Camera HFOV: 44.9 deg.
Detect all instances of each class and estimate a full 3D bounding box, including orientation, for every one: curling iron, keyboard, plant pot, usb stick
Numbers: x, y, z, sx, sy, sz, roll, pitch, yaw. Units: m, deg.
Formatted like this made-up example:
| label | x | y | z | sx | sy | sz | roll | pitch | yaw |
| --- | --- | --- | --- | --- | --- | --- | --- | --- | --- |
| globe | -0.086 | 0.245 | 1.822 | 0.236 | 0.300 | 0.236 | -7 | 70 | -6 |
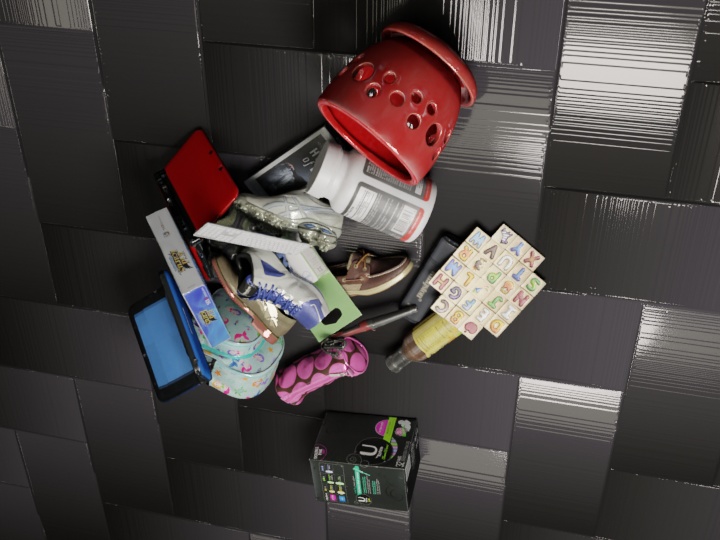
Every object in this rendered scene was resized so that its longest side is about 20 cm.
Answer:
| label | x | y | z | sx | sy | sz | roll | pitch | yaw |
| --- | --- | --- | --- | --- | --- | --- | --- | --- | --- |
| curling iron | 0.018 | 0.111 | 1.630 | 0.198 | 0.050 | 0.026 | -25 | 149 | 10 |
| keyboard | -0.183 | -0.053 | 1.484 | 0.198 | 0.011 | 0.056 | 11 | 161 | -33 |
| plant pot | 0.060 | -0.261 | 1.320 | 0.200 | 0.200 | 0.183 | 37 | 87 | -9 |
| usb stick | 0.130 | 0.016 | 1.592 | 0.055 | 0.033 | 0.201 | 27 | 125 | -3 |

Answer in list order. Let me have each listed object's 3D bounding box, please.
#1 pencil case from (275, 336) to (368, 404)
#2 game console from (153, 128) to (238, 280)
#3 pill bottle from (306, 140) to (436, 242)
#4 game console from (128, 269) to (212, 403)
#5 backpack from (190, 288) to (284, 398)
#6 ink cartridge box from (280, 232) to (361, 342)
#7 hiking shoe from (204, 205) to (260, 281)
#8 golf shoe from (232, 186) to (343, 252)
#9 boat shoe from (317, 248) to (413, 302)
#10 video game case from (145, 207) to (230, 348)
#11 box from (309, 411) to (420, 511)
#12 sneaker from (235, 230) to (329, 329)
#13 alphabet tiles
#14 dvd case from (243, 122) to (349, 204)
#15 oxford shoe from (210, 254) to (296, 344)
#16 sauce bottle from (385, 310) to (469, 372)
| label | x | y | z | sx | sy | sz | roll | pitch | yaw |
| --- | --- | --- | --- | --- | --- | --- | --- | --- | --- |
| pencil case | -0.082 | 0.204 | 1.733 | 0.199 | 0.094 | 0.091 | -31 | 127 | 32 |
| game console | -0.280 | -0.117 | 1.558 | 0.118 | 0.201 | 0.173 | -27 | 142 | -10 |
| pill bottle | 0.018 | -0.136 | 1.460 | 0.198 | 0.116 | 0.116 | 23 | 126 | -12 |
| game console | -0.356 | 0.123 | 1.571 | 0.117 | 0.171 | 0.202 | -22 | 79 | -6 |
| backpack | -0.249 | 0.145 | 1.695 | 0.199 | 0.178 | 0.151 | 32 | 127 | 4 |
| ink cartridge box | -0.107 | 0.036 | 1.620 | 0.145 | 0.048 | 0.201 | -34 | 90 | 44 |
| hiking shoe | -0.257 | -0.066 | 1.640 | 0.101 | 0.076 | 0.200 | 46 | 121 | 5 |
| golf shoe | -0.124 | -0.109 | 1.532 | 0.198 | 0.098 | 0.078 | 20 | 161 | -4 |
| boat shoe | 0.000 | 0.000 | 1.600 | 0.198 | 0.072 | 0.072 | -14 | 117 | 31 |
| video game case | -0.304 | 0.015 | 1.547 | 0.045 | 0.182 | 0.201 | -27 | 150 | -10 |
| box | 0.012 | 0.390 | 1.791 | 0.198 | 0.149 | 0.125 | 3 | 123 | 15 |
| sneaker | -0.158 | 0.034 | 1.546 | 0.200 | 0.115 | 0.081 | 51 | 134 | 3 |
| alphabet tiles | 0.225 | 0.022 | 1.544 | 0.166 | 0.006 | 0.200 | 38 | 105 | -12 |
| dvd case | -0.090 | -0.153 | 1.555 | 0.199 | 0.025 | 0.151 | -29 | 110 | 30 |
| oxford shoe | -0.198 | 0.040 | 1.612 | 0.075 | 0.071 | 0.201 | -37 | 107 | 4 |
| sauce bottle | 0.126 | 0.127 | 1.646 | 0.065 | 0.065 | 0.200 | 42 | 125 | -12 |
